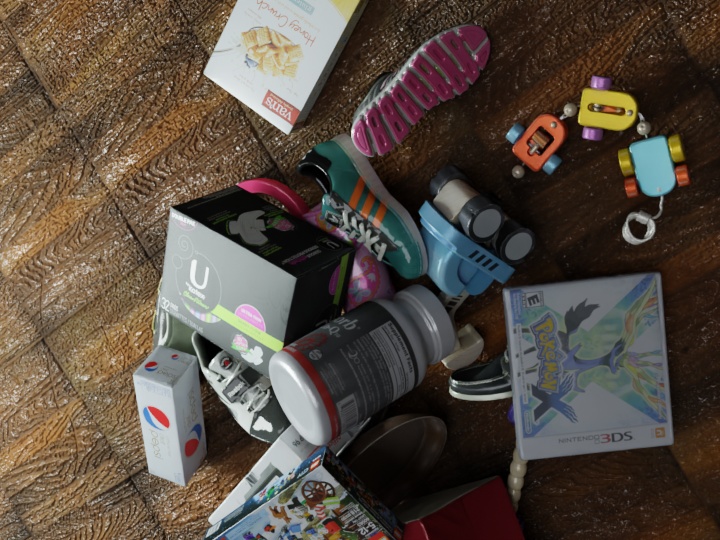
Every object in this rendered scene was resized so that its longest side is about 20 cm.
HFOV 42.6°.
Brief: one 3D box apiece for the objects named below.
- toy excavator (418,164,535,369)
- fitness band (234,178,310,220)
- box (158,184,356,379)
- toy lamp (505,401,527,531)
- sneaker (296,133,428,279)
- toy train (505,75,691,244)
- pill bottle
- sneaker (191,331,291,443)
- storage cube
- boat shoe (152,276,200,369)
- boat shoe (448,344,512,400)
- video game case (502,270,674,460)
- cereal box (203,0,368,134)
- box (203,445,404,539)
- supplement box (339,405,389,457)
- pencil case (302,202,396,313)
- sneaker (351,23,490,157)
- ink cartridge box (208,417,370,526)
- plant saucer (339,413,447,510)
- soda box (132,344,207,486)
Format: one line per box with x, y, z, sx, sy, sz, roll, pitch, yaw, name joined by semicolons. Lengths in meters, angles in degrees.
0.116;0.007;1.096;0.201;0.194;0.100;-50;40;12;toy excavator
-0.145;-0.032;1.239;0.144;0.037;0.200;43;115;3;fitness band
-0.128;0.011;1.128;0.199;0.124;0.150;28;121;26;box
0.200;0.236;1.163;0.058;0.058;0.203;16;110;16;toy lamp
-0.001;-0.063;1.079;0.201;0.079;0.072;55;157;16;sneaker
0.272;-0.131;1.043;0.199;0.056;0.151;39;115;11;toy train
0.005;0.102;1.059;0.116;0.199;0.117;43;150;34;pill bottle
-0.162;0.149;1.221;0.074;0.089;0.200;-46;58;-8;sneaker
0.095;0.380;1.138;0.199;0.170;0.182;-27;80;43;storage cube
-0.256;0.080;1.297;0.061;0.071;0.203;-122;40;-48;boat shoe
0.199;0.108;1.118;0.197;0.072;0.068;-15;107;14;boat shoe
0.263;0.110;1.065;0.180;0.022;0.203;-6;95;1;video game case
-0.093;-0.292;1.146;0.143;0.039;0.201;35;113;9;cereal box
-0.067;0.304;1.054;0.199;0.038;0.137;-38;104;22;box
-0.034;0.220;1.218;0.085;0.110;0.202;29;112;12;supplement box
0.000;0.000;1.165;0.087;0.087;0.202;-19;96;24;pencil case
0.063;-0.219;1.088;0.200;0.088;0.074;-43;113;4;sneaker
-0.084;0.238;1.118;0.068;0.116;0.200;43;114;5;ink cartridge box
0.024;0.251;1.171;0.032;0.199;0.202;44;117;32;plant saucer
-0.263;0.205;1.291;0.063;0.068;0.202;16;130;16;soda box
